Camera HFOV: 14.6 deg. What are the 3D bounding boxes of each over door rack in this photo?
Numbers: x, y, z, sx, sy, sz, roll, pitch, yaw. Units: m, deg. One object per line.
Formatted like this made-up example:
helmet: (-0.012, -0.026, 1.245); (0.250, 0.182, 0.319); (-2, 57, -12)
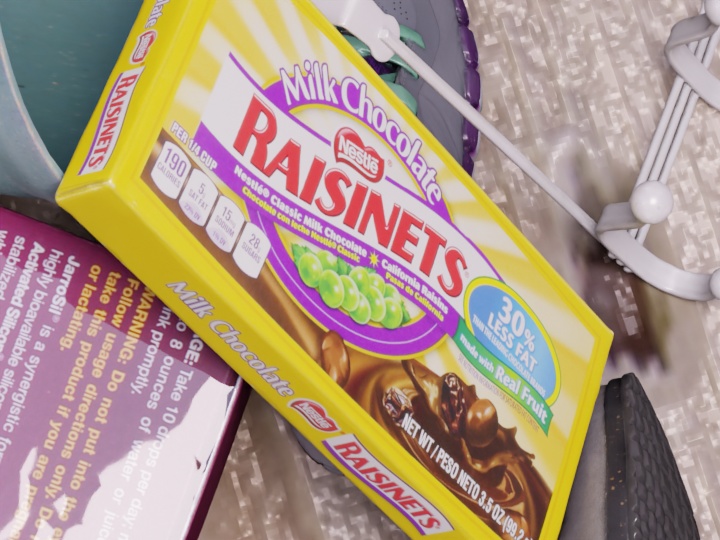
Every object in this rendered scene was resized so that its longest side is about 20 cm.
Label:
over door rack: (0.077, -0.095, 0.873); (0.200, 0.066, 0.149); (33, 71, -37)

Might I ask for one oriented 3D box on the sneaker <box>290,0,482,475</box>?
sneaker: (0.009, -0.038, 0.888); (0.074, 0.088, 0.202); (-3, 78, -6)

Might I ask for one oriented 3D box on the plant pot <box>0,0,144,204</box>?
plant pot: (-0.124, -0.118, 0.790); (0.133, 0.200, 0.202); (2, 76, 17)

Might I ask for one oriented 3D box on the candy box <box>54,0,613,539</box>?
candy box: (0.000, 0.000, 0.803); (0.200, 0.026, 0.103); (45, 46, -33)

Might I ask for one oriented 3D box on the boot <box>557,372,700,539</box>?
boot: (0.035, 0.123, 0.859); (0.131, 0.070, 0.201); (-14, 43, 22)

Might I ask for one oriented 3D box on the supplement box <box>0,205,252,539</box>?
supplement box: (-0.138, 0.034, 0.837); (0.199, 0.131, 0.104); (20, 77, 1)
